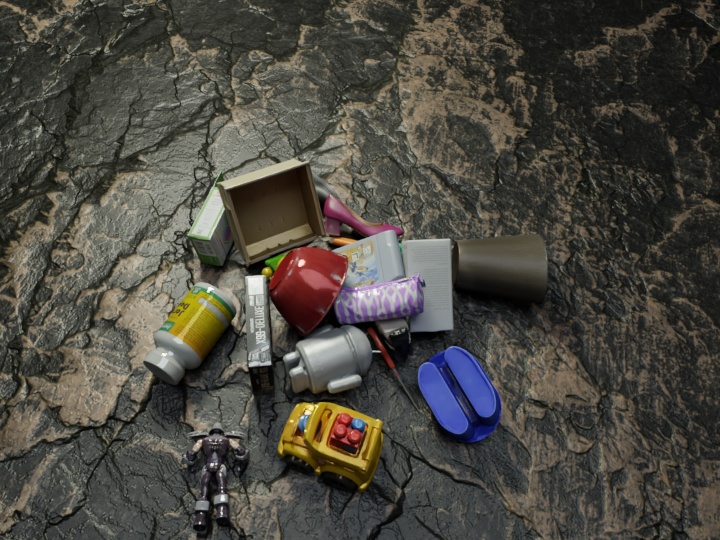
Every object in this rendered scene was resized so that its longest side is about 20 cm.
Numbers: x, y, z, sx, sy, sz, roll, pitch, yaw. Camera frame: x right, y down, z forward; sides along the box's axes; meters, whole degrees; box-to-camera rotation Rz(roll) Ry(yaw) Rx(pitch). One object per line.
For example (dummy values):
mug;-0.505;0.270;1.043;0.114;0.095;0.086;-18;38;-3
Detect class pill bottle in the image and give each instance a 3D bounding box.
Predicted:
pill bottle;-0.358;0.133;1.251;0.112;0.113;0.201;26;60;10

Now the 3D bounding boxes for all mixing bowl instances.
mixing bowl;-0.124;0.025;1.275;0.108;0.200;0.201;33;57;-18

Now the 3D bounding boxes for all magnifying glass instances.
magnifying glass;0.017;-0.055;1.418;0.198;0.023;0.080;12;34;27

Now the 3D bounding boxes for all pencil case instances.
pencil case;0.040;0.062;1.263;0.198;0.086;0.084;-11;32;10

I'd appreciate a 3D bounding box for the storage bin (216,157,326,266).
storage bin;-0.200;-0.132;1.365;0.199;0.200;0.094;-22;27;-20

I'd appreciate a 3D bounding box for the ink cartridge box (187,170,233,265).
ink cartridge box;-0.330;-0.124;1.413;0.059;0.104;0.201;10;57;11

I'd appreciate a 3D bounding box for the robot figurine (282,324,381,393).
robot figurine;-0.060;0.185;1.250;0.198;0.114;0.170;-19;50;-17

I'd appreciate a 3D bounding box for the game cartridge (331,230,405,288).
game cartridge;0.000;0.000;1.353;0.198;0.042;0.134;-19;60;20

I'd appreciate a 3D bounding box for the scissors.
scissors;0.069;0.210;1.274;0.014;0.073;0.201;-29;66;-8

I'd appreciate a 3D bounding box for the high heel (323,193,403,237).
high heel;0.010;-0.129;1.450;0.198;0.067;0.097;4;102;-9

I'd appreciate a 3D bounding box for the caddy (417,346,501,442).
caddy;0.205;0.255;1.243;0.141;0.105;0.201;-31;65;3

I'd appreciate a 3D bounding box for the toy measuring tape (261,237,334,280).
toy measuring tape;-0.142;-0.016;1.399;0.199;0.074;0.074;-24;63;-31

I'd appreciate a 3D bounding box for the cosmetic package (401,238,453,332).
cosmetic package;0.149;0.032;1.334;0.100;0.071;0.202;-2;92;-8

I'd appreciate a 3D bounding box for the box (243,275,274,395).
box;-0.209;0.136;1.240;0.049;0.158;0.202;-4;60;-8

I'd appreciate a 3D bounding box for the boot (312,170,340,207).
boot;-0.172;-0.163;1.478;0.199;0.066;0.165;-33;60;-26

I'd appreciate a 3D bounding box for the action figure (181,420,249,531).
action figure;-0.279;0.382;1.138;0.129;0.070;0.202;-4;55;0

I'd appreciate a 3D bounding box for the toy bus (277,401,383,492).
toy bus;-0.055;0.313;1.128;0.198;0.193;0.137;19;60;8

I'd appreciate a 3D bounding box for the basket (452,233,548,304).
basket;0.320;-0.009;1.401;0.198;0.137;0.182;2;54;0

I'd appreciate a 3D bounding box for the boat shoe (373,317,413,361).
boat shoe;0.059;0.117;1.336;0.074;0.093;0.200;-19;34;-4
